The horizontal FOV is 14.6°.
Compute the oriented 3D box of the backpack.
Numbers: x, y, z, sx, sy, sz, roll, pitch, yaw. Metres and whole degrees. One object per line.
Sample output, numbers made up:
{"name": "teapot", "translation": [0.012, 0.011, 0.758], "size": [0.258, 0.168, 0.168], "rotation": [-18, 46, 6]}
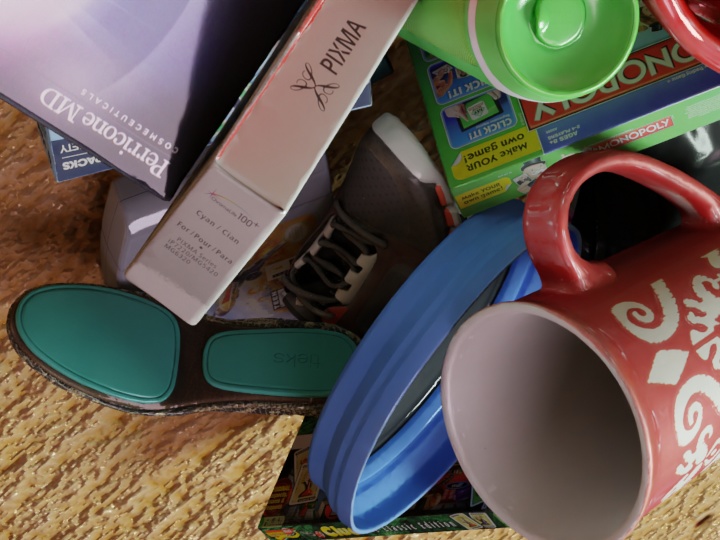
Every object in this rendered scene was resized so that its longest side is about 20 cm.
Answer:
{"name": "backpack", "translation": [0.168, -0.054, 1.589], "size": [0.166, 0.127, 0.201], "rotation": [-1, 138, -10]}

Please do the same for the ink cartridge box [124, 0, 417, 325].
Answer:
{"name": "ink cartridge box", "translation": [-0.017, -0.093, 1.255], "size": [0.045, 0.200, 0.176], "rotation": [35, 134, -5]}

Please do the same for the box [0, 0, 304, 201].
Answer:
{"name": "box", "translation": [-0.116, -0.172, 1.216], "size": [0.199, 0.123, 0.199], "rotation": [32, 99, -22]}

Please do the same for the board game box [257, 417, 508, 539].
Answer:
{"name": "board game box", "translation": [0.030, 0.107, 1.644], "size": [0.199, 0.105, 0.023], "rotation": [-10, 135, 45]}

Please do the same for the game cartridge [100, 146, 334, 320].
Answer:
{"name": "game cartridge", "translation": [-0.076, -0.003, 1.568], "size": [0.133, 0.042, 0.200], "rotation": [-24, 151, -9]}

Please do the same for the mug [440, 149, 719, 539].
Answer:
{"name": "mug", "translation": [0.159, 0.028, 1.434], "size": [0.199, 0.133, 0.178], "rotation": [-26, 138, -41]}

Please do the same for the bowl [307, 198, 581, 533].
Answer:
{"name": "bowl", "translation": [0.043, 0.049, 1.503], "size": [0.201, 0.039, 0.201], "rotation": [-47, 162, -21]}

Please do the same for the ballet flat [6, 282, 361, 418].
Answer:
{"name": "ballet flat", "translation": [-0.093, 0.053, 1.521], "size": [0.199, 0.068, 0.075], "rotation": [7, 160, -3]}

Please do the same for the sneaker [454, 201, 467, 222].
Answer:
{"name": "sneaker", "translation": [0.077, 0.030, 1.669], "size": [0.075, 0.088, 0.200], "rotation": [-33, 139, 15]}

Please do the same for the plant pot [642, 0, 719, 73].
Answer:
{"name": "plant pot", "translation": [0.199, -0.213, 1.350], "size": [0.199, 0.183, 0.201], "rotation": [-7, 123, -11]}

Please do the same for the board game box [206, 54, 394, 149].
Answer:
{"name": "board game box", "translation": [-0.076, -0.136, 1.443], "size": [0.135, 0.028, 0.200], "rotation": [-27, 142, 4]}

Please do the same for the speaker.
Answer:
{"name": "speaker", "translation": [0.063, -0.138, 1.370], "size": [0.088, 0.200, 0.089], "rotation": [-5, 106, -18]}

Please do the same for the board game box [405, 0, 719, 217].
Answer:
{"name": "board game box", "translation": [0.127, -0.120, 1.465], "size": [0.199, 0.135, 0.029], "rotation": [-21, 141, 7]}

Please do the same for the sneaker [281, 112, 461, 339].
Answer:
{"name": "sneaker", "translation": [0.000, 0.000, 1.520], "size": [0.082, 0.077, 0.201], "rotation": [-26, 149, -23]}

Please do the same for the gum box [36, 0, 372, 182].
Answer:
{"name": "gum box", "translation": [-0.084, -0.146, 1.365], "size": [0.169, 0.045, 0.201], "rotation": [-14, 137, -10]}
